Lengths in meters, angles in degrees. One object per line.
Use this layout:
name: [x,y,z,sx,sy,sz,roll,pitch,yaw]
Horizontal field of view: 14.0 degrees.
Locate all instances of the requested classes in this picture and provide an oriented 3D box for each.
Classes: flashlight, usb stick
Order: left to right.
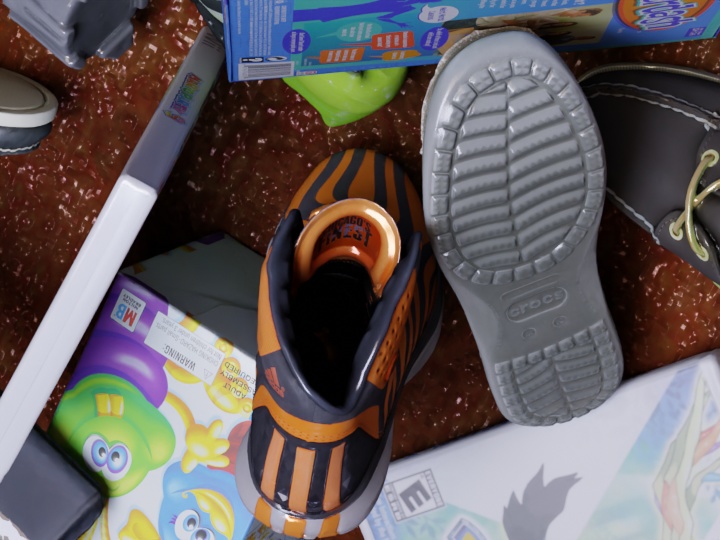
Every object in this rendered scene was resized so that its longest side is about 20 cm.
usb stick: [-0.190,0.047,1.217,0.200,0.033,0.055,44,88,2]
flashlight: [-0.177,-0.170,1.265,0.200,0.068,0.068,42,129,21]

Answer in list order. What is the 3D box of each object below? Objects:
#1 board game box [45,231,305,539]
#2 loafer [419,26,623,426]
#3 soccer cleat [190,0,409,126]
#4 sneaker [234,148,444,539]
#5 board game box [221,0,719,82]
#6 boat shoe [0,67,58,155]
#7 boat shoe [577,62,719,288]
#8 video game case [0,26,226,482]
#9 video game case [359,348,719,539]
board game box: [-0.081,0.100,1.272,0.103,0.105,0.200,31,110,15]
loafer: [0.057,-0.023,1.165,0.075,0.070,0.200,-16,134,-6]
soccer cleat: [-0.062,-0.138,1.225,0.200,0.068,0.081,47,156,1]
sneaker: [0.000,0.000,1.150,0.077,0.200,0.112,9,134,-2]
board game box: [0.046,-0.115,1.106,0.199,0.152,0.045,-5,82,-3]
boat shoe: [-0.223,-0.063,1.317,0.199,0.074,0.066,9,106,22]
boat shoe: [0.162,-0.023,1.166,0.201,0.061,0.072,29,110,16]
video game case: [-0.104,-0.011,1.210,0.018,0.200,0.143,28,112,-5]
video game case: [0.107,0.154,1.247,0.182,0.022,0.201,-21,92,25]
